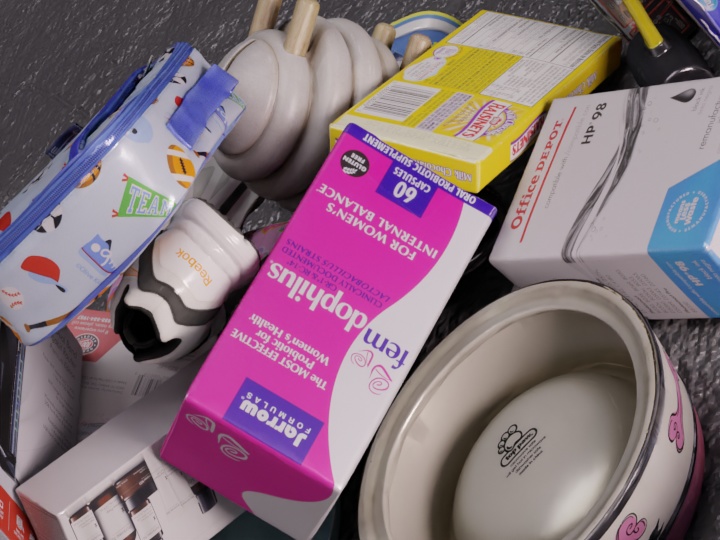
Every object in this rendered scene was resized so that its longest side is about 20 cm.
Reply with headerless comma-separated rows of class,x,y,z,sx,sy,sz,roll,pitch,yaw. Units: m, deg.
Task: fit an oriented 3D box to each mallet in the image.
mallet,0.146,-0.177,1.205,0.041,0.201,0.066,-33,26,6

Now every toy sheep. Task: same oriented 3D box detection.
toy sheep,-0.031,-0.103,1.305,0.138,0.199,0.139,-32,51,51

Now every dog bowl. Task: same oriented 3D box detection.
dog bowl,0.096,0.108,1.096,0.199,0.074,0.201,-31,38,28

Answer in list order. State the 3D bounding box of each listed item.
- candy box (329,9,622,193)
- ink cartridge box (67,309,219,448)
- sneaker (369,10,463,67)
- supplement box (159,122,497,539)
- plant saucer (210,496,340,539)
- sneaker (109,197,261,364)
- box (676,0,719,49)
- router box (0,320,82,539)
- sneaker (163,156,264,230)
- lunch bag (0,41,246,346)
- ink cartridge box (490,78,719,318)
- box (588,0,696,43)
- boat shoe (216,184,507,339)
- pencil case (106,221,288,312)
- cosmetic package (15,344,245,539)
candy box,0.074,-0.108,1.256,0.101,0.027,0.200,17,34,26
ink cartridge box,-0.160,0.130,1.297,0.115,0.068,0.201,7,59,24
sneaker,-0.008,-0.105,1.426,0.199,0.074,0.083,-28,41,32
supplement box,-0.018,0.035,1.160,0.201,0.101,0.103,-61,0,-26
plant saucer,-0.083,0.185,1.273,0.199,0.027,0.201,-31,37,27
sneaker,-0.120,0.019,1.203,0.080,0.074,0.200,-48,-2,-20
box,0.190,-0.191,1.235,0.041,0.119,0.200,-42,35,9
router box,-0.223,0.072,1.188,0.048,0.200,0.181,-10,55,12
sneaker,-0.113,-0.086,1.354,0.075,0.115,0.201,-11,41,43
lunch bag,-0.141,-0.051,1.171,0.160,0.075,0.200,-44,10,21
ink cartridge box,0.152,-0.038,1.164,0.199,0.067,0.117,-4,55,48
box,0.115,-0.226,1.281,0.040,0.200,0.137,-43,33,9
boat shoe,0.000,0.000,1.272,0.199,0.067,0.057,-27,14,-1
pencil case,-0.082,0.018,1.387,0.199,0.087,0.088,-17,45,39
cosmetic package,-0.099,0.111,1.209,0.200,0.083,0.050,-37,36,-28
